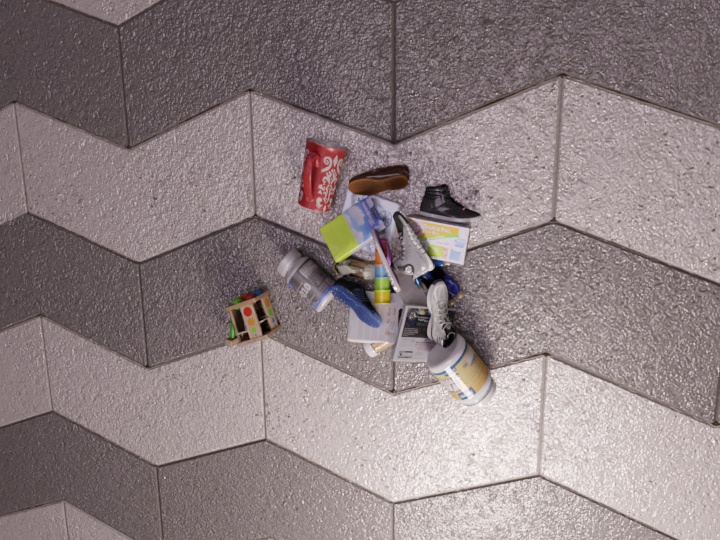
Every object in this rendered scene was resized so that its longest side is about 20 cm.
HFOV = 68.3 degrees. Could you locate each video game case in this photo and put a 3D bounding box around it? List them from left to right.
[{"bbox_3d":[0.200,0.198,1.670,0.195,0.023,0.187,6,105,-28],"label":"video game case"}]

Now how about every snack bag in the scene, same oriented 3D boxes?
[{"bbox_3d":[0.019,-0.153,1.715,0.195,0.021,0.194,20,104,10],"label":"snack bag"}]

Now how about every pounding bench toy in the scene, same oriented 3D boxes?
[{"bbox_3d":[-0.402,0.166,1.834,0.195,0.124,0.160,-18,96,17],"label":"pounding bench toy"}]

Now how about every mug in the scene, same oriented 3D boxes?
[{"bbox_3d":[-0.142,-0.299,1.659,0.132,0.175,0.206,30,114,38],"label":"mug"}]

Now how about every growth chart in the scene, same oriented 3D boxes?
[{"bbox_3d":[0.170,0.065,1.678,0.142,0.018,0.205,-24,93,-23],"label":"growth chart"}]

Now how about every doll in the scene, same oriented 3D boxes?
[{"bbox_3d":[0.233,0.021,1.643,0.199,0.049,0.136,39,115,-16],"label":"doll"}]

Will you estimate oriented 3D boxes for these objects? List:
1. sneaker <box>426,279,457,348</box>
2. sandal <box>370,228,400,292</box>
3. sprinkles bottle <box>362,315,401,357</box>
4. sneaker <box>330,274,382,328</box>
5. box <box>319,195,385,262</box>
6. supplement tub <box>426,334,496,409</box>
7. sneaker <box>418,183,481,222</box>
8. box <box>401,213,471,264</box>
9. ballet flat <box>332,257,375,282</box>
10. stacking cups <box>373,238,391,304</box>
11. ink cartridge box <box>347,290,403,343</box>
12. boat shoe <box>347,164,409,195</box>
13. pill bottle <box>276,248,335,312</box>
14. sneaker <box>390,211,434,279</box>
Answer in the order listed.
[{"bbox_3d":[0.255,0.136,1.594,0.074,0.115,0.207,-11,112,-22],"label":"sneaker"},{"bbox_3d":[0.086,-0.037,1.616,0.049,0.082,0.208,-22,95,2],"label":"sandal"},{"bbox_3d":[0.101,0.206,1.736,0.198,0.068,0.069,-34,91,18],"label":"sprinkles bottle"},{"bbox_3d":[0.000,0.094,1.690,0.199,0.078,0.070,41,143,4],"label":"sneaker"},{"bbox_3d":[-0.021,-0.131,1.680,0.197,0.048,0.124,-32,80,15],"label":"box"},{"bbox_3d":[0.315,0.315,1.646,0.144,0.145,0.201,-38,104,18],"label":"supplement tub"},{"bbox_3d":[0.275,-0.206,1.608,0.194,0.071,0.102,11,108,17],"label":"sneaker"},{"bbox_3d":[0.232,-0.099,1.625,0.194,0.101,0.116,11,103,13],"label":"box"},{"bbox_3d":[0.000,0.000,1.725,0.194,0.071,0.073,12,103,12],"label":"ballet flat"},{"bbox_3d":[0.065,0.004,1.682,0.059,0.060,0.207,-3,86,15],"label":"stacking cups"},{"bbox_3d":[0.059,0.152,1.721,0.193,0.050,0.168,3,77,11],"label":"ink cartridge box"},{"bbox_3d":[0.058,-0.286,1.660,0.193,0.072,0.071,-4,144,12],"label":"boat shoe"},{"bbox_3d":[-0.175,0.029,1.753,0.199,0.114,0.115,41,108,4],"label":"pill bottle"},{"bbox_3d":[0.124,-0.063,1.559,0.114,0.075,0.203,-33,92,7],"label":"sneaker"}]
